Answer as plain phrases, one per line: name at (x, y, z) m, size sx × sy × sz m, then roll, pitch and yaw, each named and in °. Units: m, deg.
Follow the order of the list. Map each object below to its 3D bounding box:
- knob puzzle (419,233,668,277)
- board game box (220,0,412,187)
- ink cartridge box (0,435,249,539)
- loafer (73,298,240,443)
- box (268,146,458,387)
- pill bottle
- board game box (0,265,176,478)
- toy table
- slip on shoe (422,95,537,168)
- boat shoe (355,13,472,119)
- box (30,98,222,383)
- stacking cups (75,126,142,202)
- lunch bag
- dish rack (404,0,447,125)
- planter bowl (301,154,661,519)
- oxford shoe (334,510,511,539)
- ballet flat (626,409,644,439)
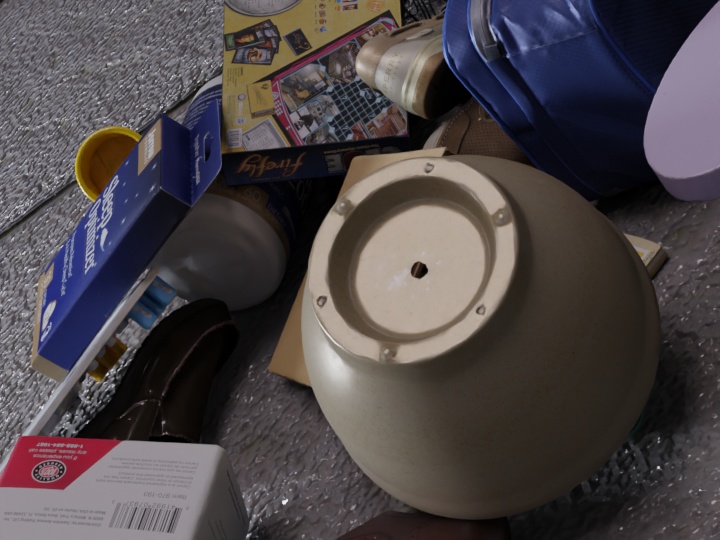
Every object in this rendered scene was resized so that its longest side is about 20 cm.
knob puzzle at (0.075, 0.029, 1.395) m, size 0.219 × 0.030 × 0.220 m, roll -30°, pitch 32°, yaw 21°
board game box at (-0.032, -0.148, 1.594) m, size 0.135 × 0.035 × 0.201 m, roll -5°, pitch 47°, yaw 4°
ink cartridge box at (-0.167, 0.204, 1.346) m, size 0.144 × 0.084 × 0.201 m, roll 2°, pitch 46°, yaw 17°
loafer at (-0.136, 0.107, 1.515) m, size 0.071 × 0.073 × 0.200 m, roll 25°, pitch 61°, yaw 20°
box at (0.000, 0.000, 1.418) m, size 0.164 × 0.021 × 0.200 m, roll -68°, pitch 14°, yaw -4°
pill bottle at (-0.087, -0.077, 1.638) m, size 0.111 × 0.111 × 0.201 m, roll -19°, pitch 37°, yaw 34°
board game box at (-0.212, 0.103, 1.553) m, size 0.200 × 0.026 × 0.200 m, roll -55°, pitch 6°, yaw -22°
toy table at (0.254, -0.087, 1.253) m, size 0.200 × 0.117 × 0.184 m, roll -50°, pitch 31°, yaw -15°
slip on shoe at (0.099, -0.087, 1.461) m, size 0.060 × 0.076 × 0.200 m, roll -27°, pitch 18°, yaw 41°
boat shoe at (0.056, -0.148, 1.523) m, size 0.200 × 0.065 × 0.073 m, roll -27°, pitch -43°, yaw -65°
box at (-0.165, -0.029, 1.534) m, size 0.200 × 0.032 × 0.121 m, roll -50°, pitch 22°, yaw 20°
stacking cups at (-0.166, -0.073, 1.692) m, size 0.060 × 0.061 × 0.200 m, roll -38°, pitch -6°, yaw 5°
lunch bag at (0.138, -0.143, 1.376) m, size 0.132 × 0.200 × 0.136 m, roll -18°, pitch 39°, yaw 38°
dish rack at (0.032, -0.194, 1.699) m, size 0.153 × 0.055 × 0.200 m, roll -40°, pitch 36°, yaw 0°
planter bowl at (0.050, 0.020, 1.190) m, size 0.199 × 0.135 × 0.201 m, roll -9°, pitch 64°, yaw 20°
oxford shoe at (-0.001, 0.183, 1.257) m, size 0.199 × 0.071 × 0.073 m, roll -16°, pitch 29°, yaw 24°
ballet flat at (0.070, 0.064, 1.285) m, size 0.199 × 0.073 × 0.073 m, roll -1°, pitch 48°, yaw 35°
